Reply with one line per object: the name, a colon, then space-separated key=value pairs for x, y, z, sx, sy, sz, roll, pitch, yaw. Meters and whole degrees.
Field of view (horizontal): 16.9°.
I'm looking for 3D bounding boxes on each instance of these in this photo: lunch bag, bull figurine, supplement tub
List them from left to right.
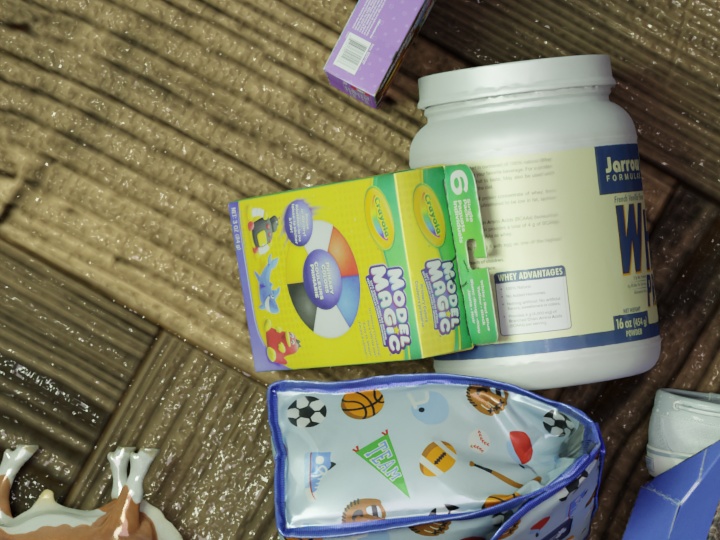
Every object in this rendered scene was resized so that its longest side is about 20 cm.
bull figurine: x=-0.179 y=0.174 z=1.573 sx=0.200 sy=0.065 sz=0.121 roll=2 pitch=87 yaw=-2
lunch bag: x=0.049 y=0.142 z=1.507 sx=0.200 sy=0.170 sz=0.124 roll=-6 pitch=65 yaw=-1
supplement tub: x=0.108 y=-0.029 z=1.528 sx=0.145 sy=0.145 sz=0.200 roll=-7 pitch=91 yaw=0

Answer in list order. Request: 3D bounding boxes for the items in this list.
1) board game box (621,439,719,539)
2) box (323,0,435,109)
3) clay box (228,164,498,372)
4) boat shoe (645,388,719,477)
board game box: x=0.254 y=0.227 z=1.496 sx=0.200 sy=0.159 sz=0.097 roll=44 pitch=129 yaw=-13
box: x=0.041 y=-0.200 z=1.529 sx=0.039 sy=0.137 sz=0.200 roll=28 pitch=91 yaw=0
clay box: x=0.000 y=0.000 z=1.511 sx=0.048 sy=0.200 sz=0.115 roll=-10 pitch=91 yaw=-38
boat shoe: x=0.285 y=0.103 z=1.567 sx=0.201 sy=0.070 sz=0.072 roll=1 pitch=97 yaw=3
